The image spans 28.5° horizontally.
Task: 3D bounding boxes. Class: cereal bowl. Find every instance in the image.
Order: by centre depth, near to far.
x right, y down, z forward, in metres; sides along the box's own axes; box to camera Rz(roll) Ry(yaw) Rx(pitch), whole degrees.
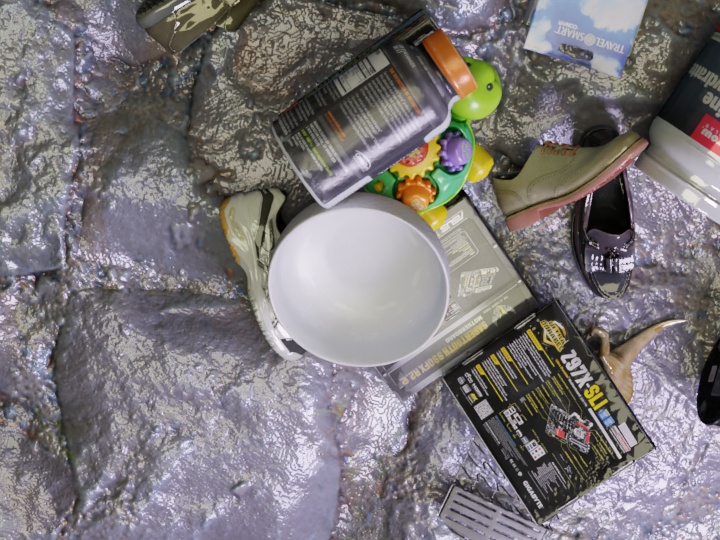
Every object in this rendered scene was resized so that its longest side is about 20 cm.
[{"bbox_3d":[0.000,0.000,1.528,0.198,0.084,0.202,2,122,3],"label":"cereal bowl"}]

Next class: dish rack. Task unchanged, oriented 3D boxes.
[{"bbox_3d":[0.187,0.243,1.672,0.152,0.055,0.201,25,96,-8],"label":"dish rack"}]

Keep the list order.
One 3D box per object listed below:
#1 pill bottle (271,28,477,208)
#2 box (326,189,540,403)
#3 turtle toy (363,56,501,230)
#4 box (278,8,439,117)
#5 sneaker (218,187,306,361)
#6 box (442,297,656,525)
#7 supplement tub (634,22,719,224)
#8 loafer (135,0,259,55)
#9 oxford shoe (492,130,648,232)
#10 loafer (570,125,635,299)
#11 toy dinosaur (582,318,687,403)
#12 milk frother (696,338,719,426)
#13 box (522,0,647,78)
[{"bbox_3d":[0.018,-0.158,1.424,0.199,0.106,0.107,-33,104,6],"label":"pill bottle"},{"bbox_3d":[0.081,0.029,1.619,0.199,0.048,0.159,-35,104,7],"label":"box"},{"bbox_3d":[0.073,-0.144,1.526,0.146,0.101,0.200,43,94,7],"label":"turtle toy"},{"bbox_3d":[-0.001,-0.203,1.523,0.199,0.110,0.035,-36,104,6],"label":"box"},{"bbox_3d":[-0.087,0.004,1.591,0.087,0.076,0.202,-19,105,3],"label":"sneaker"},{"bbox_3d":[0.210,0.158,1.589,0.159,0.049,0.201,-35,81,9],"label":"box"},{"bbox_3d":[0.402,-0.164,1.535,0.140,0.140,0.201,31,101,-10],"label":"supplement tub"},{"bbox_3d":[-0.142,-0.296,1.518,0.199,0.075,0.070,-27,118,7],"label":"loafer"},{"bbox_3d":[0.220,-0.110,1.541,0.199,0.071,0.074,-30,89,38],"label":"oxford shoe"},{"bbox_3d":[0.275,-0.059,1.597,0.071,0.063,0.202,-6,105,-1],"label":"loafer"},{"bbox_3d":[0.285,0.111,1.649,0.101,0.058,0.201,41,75,-13],"label":"toy dinosaur"},{"bbox_3d":[0.510,0.131,1.590,0.186,0.200,0.182,19,99,-8],"label":"milk frother"},{"bbox_3d":[0.256,-0.324,1.534,0.121,0.048,0.202,16,104,-6],"label":"box"}]
